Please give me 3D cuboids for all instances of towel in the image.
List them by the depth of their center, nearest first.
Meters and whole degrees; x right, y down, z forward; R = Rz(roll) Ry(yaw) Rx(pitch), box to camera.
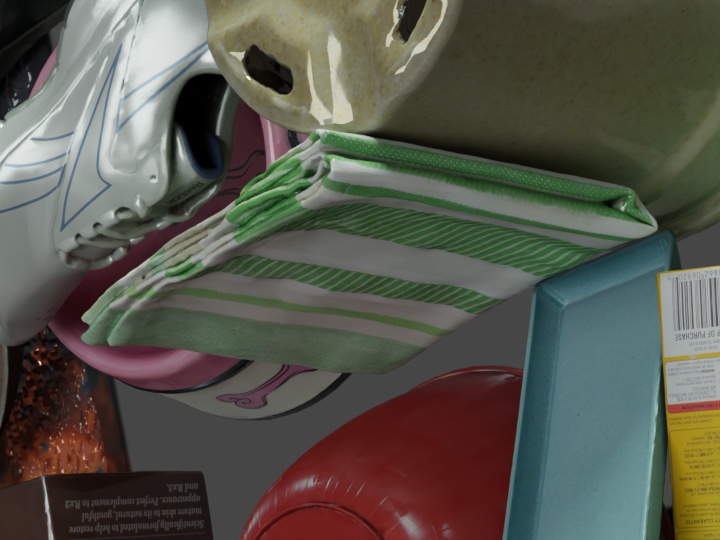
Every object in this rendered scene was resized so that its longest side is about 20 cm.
[{"bbox_3d":[0.000,0.000,1.121,0.200,0.152,0.023,-33,55,53],"label":"towel"}]

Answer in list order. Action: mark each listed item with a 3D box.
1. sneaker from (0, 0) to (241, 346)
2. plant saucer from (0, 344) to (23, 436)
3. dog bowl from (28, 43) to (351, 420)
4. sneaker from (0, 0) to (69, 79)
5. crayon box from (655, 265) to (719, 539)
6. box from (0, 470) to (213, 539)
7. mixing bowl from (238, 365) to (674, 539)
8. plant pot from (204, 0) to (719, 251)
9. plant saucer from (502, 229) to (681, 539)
[{"bbox_3d":[-0.104,-0.043,1.209,0.087,0.074,0.200,46,118,27],"label":"sneaker"},{"bbox_3d":[-0.225,0.011,1.407,0.200,0.034,0.201,16,116,38],"label":"plant saucer"},{"bbox_3d":[-0.071,-0.035,1.273,0.200,0.074,0.201,-3,85,42],"label":"dog bowl"},{"bbox_3d":[-0.186,-0.148,1.355,0.199,0.114,0.076,-43,61,25],"label":"sneaker"},{"bbox_3d":[0.201,0.050,1.032,0.200,0.058,0.119,-8,83,42],"label":"crayon box"},{"bbox_3d":[-0.168,0.142,1.334,0.200,0.100,0.075,-15,78,40],"label":"box"},{"bbox_3d":[0.018,0.138,1.162,0.200,0.108,0.201,-2,87,43],"label":"mixing bowl"},{"bbox_3d":[0.046,-0.110,1.096,0.200,0.183,0.201,-2,87,42],"label":"plant pot"},{"bbox_3d":[0.086,0.078,1.091,0.070,0.019,0.201,-23,43,37],"label":"plant saucer"}]
